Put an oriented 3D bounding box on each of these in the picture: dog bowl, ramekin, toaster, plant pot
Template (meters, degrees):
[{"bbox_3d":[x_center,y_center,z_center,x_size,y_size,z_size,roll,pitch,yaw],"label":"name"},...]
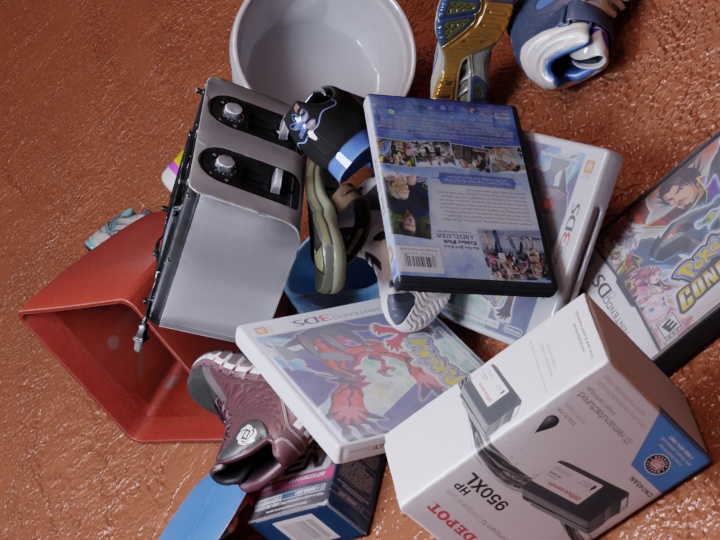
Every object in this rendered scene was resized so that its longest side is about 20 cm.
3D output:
[{"bbox_3d":[0.000,0.000,1.769,0.199,0.050,0.112,-6,51,48],"label":"dog bowl"},{"bbox_3d":[-0.047,-0.219,1.930,0.201,0.199,0.105,-61,3,-20],"label":"ramekin"},{"bbox_3d":[-0.123,-0.043,1.648,0.182,0.118,0.201,-86,14,-51],"label":"toaster"},{"bbox_3d":[-0.189,0.043,1.830,0.199,0.200,0.177,-7,41,46],"label":"plant pot"}]

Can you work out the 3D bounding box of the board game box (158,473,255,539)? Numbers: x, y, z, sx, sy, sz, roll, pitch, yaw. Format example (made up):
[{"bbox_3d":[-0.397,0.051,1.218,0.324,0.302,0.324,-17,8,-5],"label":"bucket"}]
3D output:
[{"bbox_3d":[-0.136,0.243,1.660,0.200,0.039,0.159,-40,18,43],"label":"board game box"}]

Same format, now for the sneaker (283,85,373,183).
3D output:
[{"bbox_3d":[-0.009,-0.135,1.629,0.070,0.078,0.200,-49,-4,17],"label":"sneaker"}]

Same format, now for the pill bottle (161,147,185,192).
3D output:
[{"bbox_3d":[-0.123,-0.142,2.020,0.200,0.104,0.104,-47,32,2],"label":"pill bottle"}]

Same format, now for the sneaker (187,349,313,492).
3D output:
[{"bbox_3d":[-0.115,0.138,1.605,0.199,0.076,0.116,0,47,51],"label":"sneaker"}]

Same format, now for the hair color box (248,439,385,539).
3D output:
[{"bbox_3d":[-0.027,0.149,1.630,0.100,0.060,0.201,-20,41,37],"label":"hair color box"}]

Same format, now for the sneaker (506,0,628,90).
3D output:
[{"bbox_3d":[0.237,-0.255,1.743,0.199,0.081,0.147,-36,41,13],"label":"sneaker"}]

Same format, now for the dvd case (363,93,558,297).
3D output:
[{"bbox_3d":[0.083,-0.065,1.526,0.018,0.141,0.201,115,153,-50],"label":"dvd case"}]

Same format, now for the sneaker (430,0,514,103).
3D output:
[{"bbox_3d":[0.104,-0.240,1.806,0.088,0.075,0.201,-95,16,-60],"label":"sneaker"}]

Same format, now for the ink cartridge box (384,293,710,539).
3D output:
[{"bbox_3d":[0.140,0.136,1.362,0.200,0.144,0.084,-37,34,18],"label":"ink cartridge box"}]

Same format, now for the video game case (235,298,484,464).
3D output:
[{"bbox_3d":[0.014,0.087,1.544,0.181,0.023,0.200,-11,33,-26],"label":"video game case"}]

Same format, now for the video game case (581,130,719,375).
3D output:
[{"bbox_3d":[0.277,-0.020,1.479,0.200,0.025,0.181,-41,32,12],"label":"video game case"}]

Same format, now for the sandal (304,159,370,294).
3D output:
[{"bbox_3d":[-0.017,-0.038,1.588,0.057,0.080,0.201,-5,29,-3],"label":"sandal"}]

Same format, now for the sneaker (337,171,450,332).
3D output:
[{"bbox_3d":[0.022,-0.015,1.648,0.129,0.079,0.201,-37,46,45],"label":"sneaker"}]

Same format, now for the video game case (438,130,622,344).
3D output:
[{"bbox_3d":[0.136,-0.031,1.590,0.200,0.023,0.184,21,93,58],"label":"video game case"}]

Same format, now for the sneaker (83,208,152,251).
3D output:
[{"bbox_3d":[-0.256,-0.030,2.088,0.086,0.078,0.200,-49,32,-9],"label":"sneaker"}]
